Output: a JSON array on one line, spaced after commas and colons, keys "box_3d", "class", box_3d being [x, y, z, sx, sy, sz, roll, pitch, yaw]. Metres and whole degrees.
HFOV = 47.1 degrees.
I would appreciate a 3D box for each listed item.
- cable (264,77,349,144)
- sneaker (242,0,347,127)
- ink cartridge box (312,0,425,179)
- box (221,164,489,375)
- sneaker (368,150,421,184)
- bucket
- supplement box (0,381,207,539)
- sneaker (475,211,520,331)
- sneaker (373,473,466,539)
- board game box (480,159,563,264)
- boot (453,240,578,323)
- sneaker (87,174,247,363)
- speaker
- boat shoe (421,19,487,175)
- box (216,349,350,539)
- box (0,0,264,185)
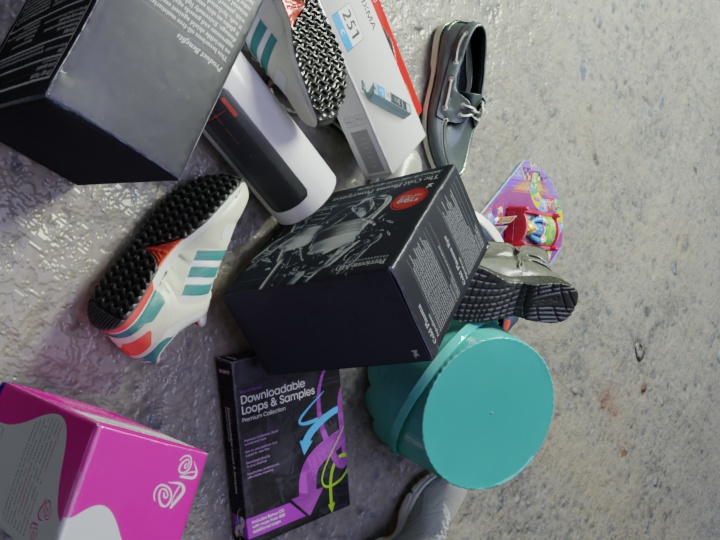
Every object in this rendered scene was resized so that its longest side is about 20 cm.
[{"box_3d": [-0.034, -0.181, 0.906, 0.200, 0.050, 0.098, 42, 65, -33], "class": "cable"}, {"box_3d": [-0.085, -0.229, 0.812, 0.070, 0.093, 0.202, -29, 98, -48], "class": "sneaker"}, {"box_3d": [0.018, -0.232, 0.921, 0.177, 0.044, 0.201, -53, 126, -44], "class": "ink cartridge box"}, {"box_3d": [0.000, 0.000, 0.820, 0.105, 0.198, 0.183, 62, 37, -25], "class": "box"}, {"box_3d": [0.052, -0.046, 0.963, 0.075, 0.091, 0.202, 18, 80, -39], "class": "sneaker"}, {"box_3d": [0.117, 0.146, 0.970, 0.205, 0.135, 0.210, -5, 102, -24], "class": "bucket"}, {"box_3d": [-0.226, 0.163, 0.662, 0.103, 0.199, 0.102, 26, 76, -38], "class": "supplement box"}, {"box_3d": [0.147, 0.012, 1.061, 0.085, 0.075, 0.201, -49, 121, -30], "class": "sneaker"}, {"box_3d": [0.081, 0.329, 1.001, 0.200, 0.091, 0.076, -43, 119, -31], "class": "sneaker"}, {"box_3d": [0.241, -0.052, 1.160, 0.200, 0.039, 0.159, -48, 121, -28], "class": "board game box"}, {"box_3d": [0.145, 0.004, 0.966, 0.198, 0.131, 0.068, 8, 114, -15], "class": "boot"}, {"box_3d": [-0.169, -0.001, 0.792, 0.201, 0.070, 0.094, -56, 143, -26], "class": "sneaker"}, {"box_3d": [-0.110, -0.143, 0.824, 0.082, 0.081, 0.200, -54, 125, -24], "class": "speaker"}, {"box_3d": [0.124, -0.212, 1.034, 0.072, 0.061, 0.203, 1, 93, -44], "class": "boat shoe"}, {"box_3d": [-0.080, 0.179, 0.899, 0.142, 0.036, 0.203, -11, 99, -40], "class": "box"}, {"box_3d": [-0.197, -0.182, 0.669, 0.123, 0.199, 0.200, 34, 72, -37], "class": "box"}]
